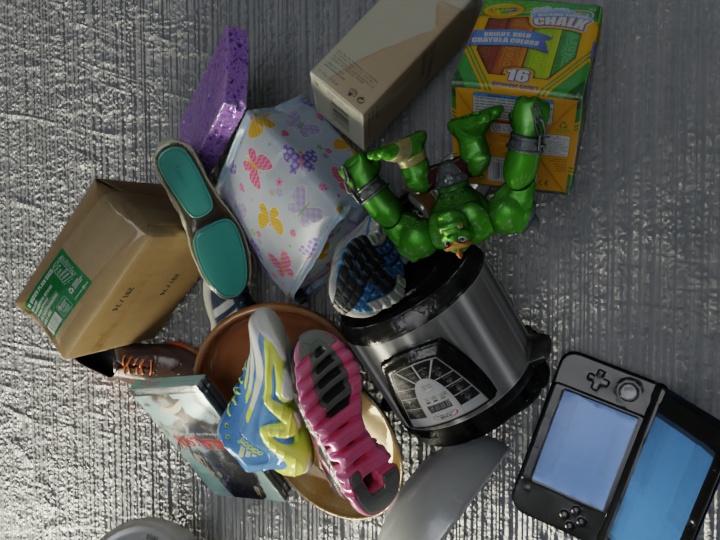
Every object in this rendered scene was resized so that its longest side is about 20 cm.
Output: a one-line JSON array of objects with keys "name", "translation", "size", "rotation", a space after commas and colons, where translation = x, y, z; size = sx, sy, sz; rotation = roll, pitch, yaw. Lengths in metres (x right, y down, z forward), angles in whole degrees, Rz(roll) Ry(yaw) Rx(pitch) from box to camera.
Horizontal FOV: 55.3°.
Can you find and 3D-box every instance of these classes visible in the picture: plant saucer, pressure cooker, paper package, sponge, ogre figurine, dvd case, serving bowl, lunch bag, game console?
[{"name": "plant saucer", "translation": [-0.031, 0.195, 0.806], "size": [0.198, 0.035, 0.203], "rotation": [13, 116, 28]}, {"name": "pressure cooker", "translation": [0.096, 0.085, 0.737], "size": [0.178, 0.175, 0.201], "rotation": [-38, 109, -16]}, {"name": "paper package", "translation": [-0.293, -0.007, 0.865], "size": [0.103, 0.190, 0.201], "rotation": [43, 106, 13]}, {"name": "plant saucer", "translation": [-0.104, 0.126, 0.849], "size": [0.197, 0.038, 0.203], "rotation": [-2, 114, -5]}, {"name": "sponge", "translation": [-0.181, -0.185, 0.828], "size": [0.200, 0.029, 0.113], "rotation": [-40, 47, 52]}, {"name": "ogre figurine", "translation": [0.088, -0.078, 0.647], "size": [0.198, 0.098, 0.121], "rotation": [-20, 103, 4]}, {"name": "dvd case", "translation": [-0.187, 0.211, 0.856], "size": [0.145, 0.022, 0.201], "rotation": [-9, 120, 39]}, {"name": "serving bowl", "translation": [0.079, 0.254, 0.751], "size": [0.066, 0.200, 0.201], "rotation": [38, 103, 19]}, {"name": "lunch bag", "translation": [-0.081, -0.076, 0.825], "size": [0.170, 0.127, 0.201], "rotation": [47, 133, 12]}, {"name": "game console", "translation": [0.264, 0.213, 0.727], "size": [0.169, 0.118, 0.203], "rotation": [20, 98, 16]}]

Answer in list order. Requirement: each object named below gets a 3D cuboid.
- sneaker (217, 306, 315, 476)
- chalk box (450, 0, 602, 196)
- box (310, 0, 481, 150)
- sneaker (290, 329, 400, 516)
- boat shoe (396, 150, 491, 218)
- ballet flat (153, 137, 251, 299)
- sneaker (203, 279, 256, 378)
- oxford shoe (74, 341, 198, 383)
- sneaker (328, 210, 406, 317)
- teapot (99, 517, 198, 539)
[{"name": "sneaker", "translation": [-0.116, 0.142, 0.748], "size": [0.104, 0.076, 0.203], "rotation": [-12, 106, 1]}, {"name": "chalk box", "translation": [0.176, -0.196, 0.713], "size": [0.123, 0.125, 0.202], "rotation": [9, 53, 17]}, {"name": "box", "translation": [0.041, -0.242, 0.757], "size": [0.078, 0.095, 0.200], "rotation": [40, 82, 10]}, {"name": "sneaker", "translation": [-0.033, 0.161, 0.732], "size": [0.095, 0.078, 0.202], "rotation": [-13, 97, 61]}, {"name": "boat shoe", "translation": [0.082, -0.074, 0.800], "size": [0.075, 0.068, 0.200], "rotation": [47, 105, 11]}, {"name": "ballet flat", "translation": [-0.181, -0.064, 0.813], "size": [0.067, 0.062, 0.202], "rotation": [-21, 109, -6]}, {"name": "sneaker", "translation": [-0.149, 0.061, 0.883], "size": [0.083, 0.075, 0.203], "rotation": [7, 107, 18]}, {"name": "oxford shoe", "translation": [-0.295, 0.132, 0.934], "size": [0.197, 0.072, 0.072], "rotation": [5, 94, 18]}, {"name": "sneaker", "translation": [0.000, 0.000, 0.703], "size": [0.086, 0.200, 0.075], "rotation": [-35, 101, 27]}, {"name": "teapot", "translation": [-0.274, 0.433, 0.912], "size": [0.196, 0.147, 0.201], "rotation": [-29, 57, -3]}]
